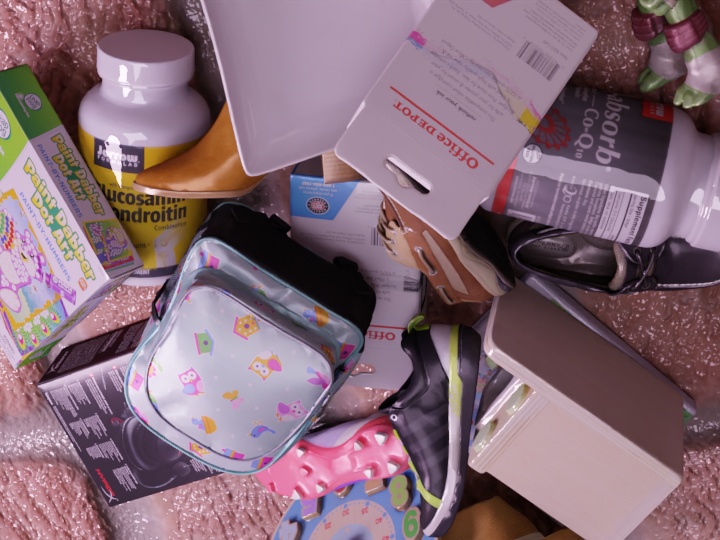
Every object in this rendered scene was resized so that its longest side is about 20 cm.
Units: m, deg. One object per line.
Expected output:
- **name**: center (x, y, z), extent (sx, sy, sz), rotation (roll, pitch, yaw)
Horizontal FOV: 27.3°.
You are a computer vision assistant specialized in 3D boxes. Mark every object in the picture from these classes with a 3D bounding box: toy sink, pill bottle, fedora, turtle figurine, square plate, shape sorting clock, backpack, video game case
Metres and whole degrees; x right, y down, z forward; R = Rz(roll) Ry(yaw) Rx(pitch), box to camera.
- **toy sink**: center (0.166, 0.123, 1.271), extent (0.199, 0.131, 0.112), rotation (35, 118, -7)
- **pill bottle**: center (-0.185, -0.097, 1.265), extent (0.111, 0.112, 0.201), rotation (9, 118, 7)
- **fedora**: center (0.111, 0.268, 1.383), extent (0.200, 0.200, 0.082), rotation (-39, 69, 25)
- **turtle figurine**: center (0.192, -0.209, 1.113), extent (0.143, 0.200, 0.195), rotation (-2, 126, 44)
- **square plate**: center (-0.022, -0.195, 1.136), extent (0.199, 0.028, 0.199), rotation (-18, 108, -14)
- **shape sorting clock**: center (-0.012, 0.262, 1.370), extent (0.199, 0.201, 0.039), rotation (-27, 139, 23)
- **backpack**: center (-0.101, 0.074, 1.240), extent (0.175, 0.154, 0.200), rotation (30, 123, -6)
- **video game case**: center (0.172, 0.120, 1.353), extent (0.200, 0.022, 0.182), rotation (39, 117, -9)
- **pill bottle**: center (0.202, -0.084, 1.191), extent (0.199, 0.116, 0.116), rotation (13, 118, 4)

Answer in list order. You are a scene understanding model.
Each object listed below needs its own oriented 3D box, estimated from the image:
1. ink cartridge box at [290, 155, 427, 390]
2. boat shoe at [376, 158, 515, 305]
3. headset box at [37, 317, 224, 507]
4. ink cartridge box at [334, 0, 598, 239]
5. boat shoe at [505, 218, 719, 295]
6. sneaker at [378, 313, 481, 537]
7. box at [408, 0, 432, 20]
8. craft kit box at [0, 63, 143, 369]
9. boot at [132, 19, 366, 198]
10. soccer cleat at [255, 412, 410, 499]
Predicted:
- **ink cartridge box**: center (0.000, 0.000, 1.301), extent (0.115, 0.068, 0.201), rotation (6, 117, 9)
- **boat shoe**: center (0.051, -0.033, 1.191), extent (0.074, 0.076, 0.200), rotation (-27, 130, 20)
- **headset box**: center (-0.177, 0.122, 1.394), extent (0.199, 0.075, 0.149), rotation (-19, 111, 20)
- **ink cartridge box**: center (0.071, -0.125, 1.097), extent (0.116, 0.067, 0.200), rotation (36, 75, -3)
- **boat shoe**: center (0.221, -0.009, 1.253), extent (0.199, 0.065, 0.072), rotation (8, 116, 7)
- **sneaker**: center (0.056, 0.133, 1.292), extent (0.082, 0.072, 0.201), rotation (7, 104, 4)
- **box**: center (0.040, -0.200, 1.205), extent (0.199, 0.048, 0.118), rotation (-17, 111, 20)
- **craft kit box**: center (-0.293, -0.042, 1.281), extent (0.197, 0.048, 0.201), rotation (-37, 82, 43)
- **boot**: center (-0.090, -0.137, 1.187), extent (0.200, 0.071, 0.145), rotation (-7, 106, -7)
- **soccer cleat**: center (-0.018, 0.171, 1.394), extent (0.199, 0.076, 0.067), rotation (-16, 95, 39)
